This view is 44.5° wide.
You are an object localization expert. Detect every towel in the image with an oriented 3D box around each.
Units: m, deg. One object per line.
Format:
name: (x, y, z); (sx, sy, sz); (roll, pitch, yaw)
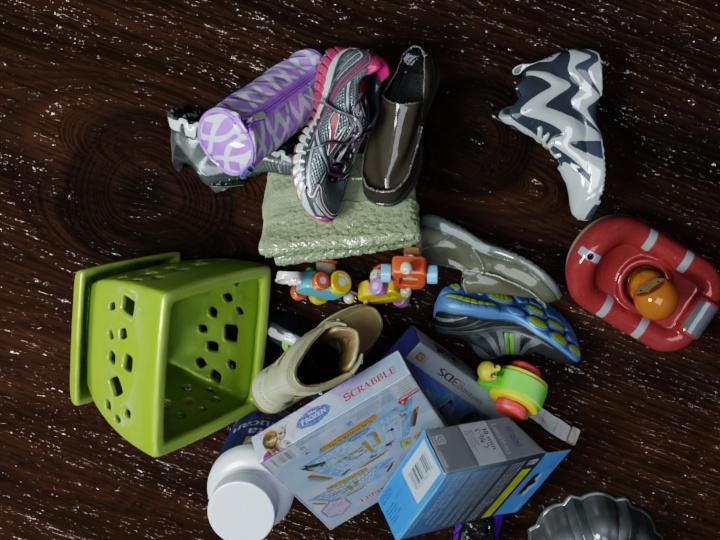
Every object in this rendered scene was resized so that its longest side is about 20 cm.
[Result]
towel: (-0.025, -0.081, 1.074); (0.197, 0.037, 0.150); (-5, 59, 8)

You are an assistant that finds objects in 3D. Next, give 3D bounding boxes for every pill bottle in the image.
pill bottle: (-0.132, 0.259, 1.122); (0.109, 0.200, 0.113); (1, 104, 4)

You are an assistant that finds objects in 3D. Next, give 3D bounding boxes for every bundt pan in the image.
bundt pan: (0.320, 0.408, 1.189); (0.199, 0.076, 0.205); (1, 104, 5)

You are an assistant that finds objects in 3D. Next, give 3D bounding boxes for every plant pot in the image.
plant pot: (-0.241, 0.082, 1.081); (0.180, 0.199, 0.202); (15, 107, 30)

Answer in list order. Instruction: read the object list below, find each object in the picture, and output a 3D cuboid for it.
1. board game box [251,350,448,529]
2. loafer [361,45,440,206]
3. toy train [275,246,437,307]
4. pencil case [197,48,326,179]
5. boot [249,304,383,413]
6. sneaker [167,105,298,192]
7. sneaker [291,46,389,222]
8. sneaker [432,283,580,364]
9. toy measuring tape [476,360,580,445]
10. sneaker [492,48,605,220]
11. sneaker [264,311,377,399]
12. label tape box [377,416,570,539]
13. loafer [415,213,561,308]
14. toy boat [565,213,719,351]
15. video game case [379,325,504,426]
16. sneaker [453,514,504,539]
board game box: (0.002, 0.208, 1.052); (0.198, 0.041, 0.200); (-30, 136, 2)
loafer: (0.041, -0.176, 1.036); (0.072, 0.071, 0.203); (10, 78, 16)
toy train: (0.000, 0.000, 1.092); (0.197, 0.150, 0.056); (1, 71, 8)
pencil case: (-0.103, -0.187, 1.014); (0.084, 0.200, 0.086); (42, 135, -2)
boot: (-0.027, 0.089, 1.034); (0.199, 0.155, 0.073); (-31, 87, -30)
sneaker: (-0.152, -0.136, 1.095); (0.197, 0.066, 0.092); (17, 112, 12)
sneaker: (-0.023, -0.155, 1.009); (0.074, 0.080, 0.203); (14, 96, 32)
sneaker: (0.187, 0.077, 1.131); (0.197, 0.071, 0.083); (16, 126, -2)
toy measuring tape: (0.226, 0.170, 1.114); (0.199, 0.074, 0.074); (35, 104, -23)
sneaker: (0.223, -0.160, 1.058); (0.128, 0.080, 0.202); (-2, 103, 6)
sneaker: (-0.054, 0.131, 1.151); (0.198, 0.072, 0.083); (31, 105, -3)
label tape box: (0.138, 0.250, 1.081); (0.198, 0.064, 0.145); (-2, 137, -34)
loafer: (0.154, 0.001, 1.101); (0.198, 0.075, 0.070); (27, 90, 8)
toy boat: (0.345, 0.021, 1.064); (0.198, 0.131, 0.132); (29, 104, -3)
video game case: (0.069, 0.196, 1.142); (0.181, 0.046, 0.200); (35, 104, -25)
sneaker: (0.157, 0.369, 1.177); (0.068, 0.100, 0.203); (7, 104, 0)
